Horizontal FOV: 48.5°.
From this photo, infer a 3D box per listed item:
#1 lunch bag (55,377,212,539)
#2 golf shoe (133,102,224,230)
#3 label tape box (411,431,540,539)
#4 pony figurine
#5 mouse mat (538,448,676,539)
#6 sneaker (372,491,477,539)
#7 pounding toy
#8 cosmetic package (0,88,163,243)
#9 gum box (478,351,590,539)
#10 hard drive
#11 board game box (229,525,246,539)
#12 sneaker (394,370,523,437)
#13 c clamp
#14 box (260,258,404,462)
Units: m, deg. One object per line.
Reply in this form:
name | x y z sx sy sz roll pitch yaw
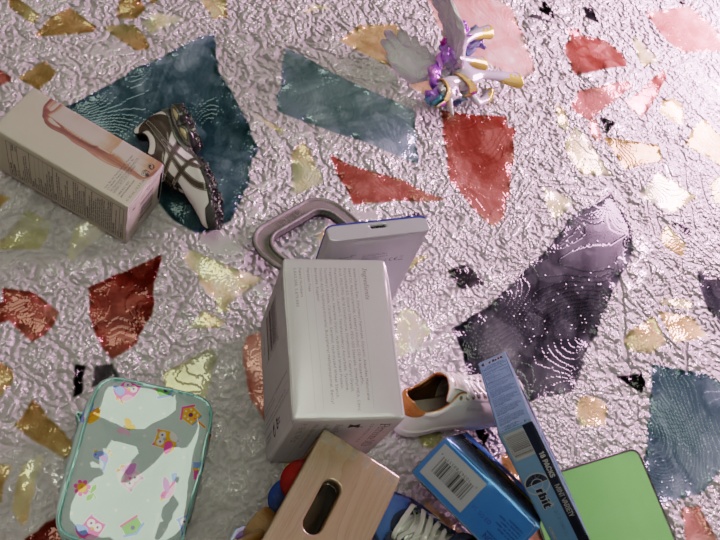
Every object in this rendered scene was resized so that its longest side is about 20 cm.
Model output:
lunch bag | -0.266 0.229 0.938 0.160 0.077 0.200 13 63 -9
golf shoe | -0.254 -0.135 1.123 0.094 0.078 0.200 -22 71 -6
label tape box | 0.151 0.274 0.990 0.144 0.200 0.063 43 92 17
pony figurine | 0.153 -0.346 1.303 0.200 0.167 0.193 -22 81 -40
mouse mat | 0.334 0.344 1.100 0.200 0.008 0.161 -10 69 -21
sneaker | 0.095 0.326 0.958 0.200 0.146 0.081 42 61 5
pounding toy | -0.076 0.288 0.869 0.142 0.184 0.200 32 54 1
cosmetic package | -0.373 -0.138 1.064 0.200 0.103 0.087 31 59 -3
gum box | 0.208 0.215 0.983 0.044 0.200 0.170 -25 105 9
hard drive | 0.000 0.000 1.052 0.132 0.200 0.025 -7 61 -19
board game box | -0.103 0.395 0.928 0.158 0.039 0.200 27 62 -3
sneaker | 0.141 0.169 1.074 0.200 0.085 0.073 -12 50 -22
c clamp | -0.046 -0.039 1.131 0.200 0.027 0.171 -29 65 -38
box | -0.043 0.116 0.985 0.130 0.199 0.200 1 64 -15
